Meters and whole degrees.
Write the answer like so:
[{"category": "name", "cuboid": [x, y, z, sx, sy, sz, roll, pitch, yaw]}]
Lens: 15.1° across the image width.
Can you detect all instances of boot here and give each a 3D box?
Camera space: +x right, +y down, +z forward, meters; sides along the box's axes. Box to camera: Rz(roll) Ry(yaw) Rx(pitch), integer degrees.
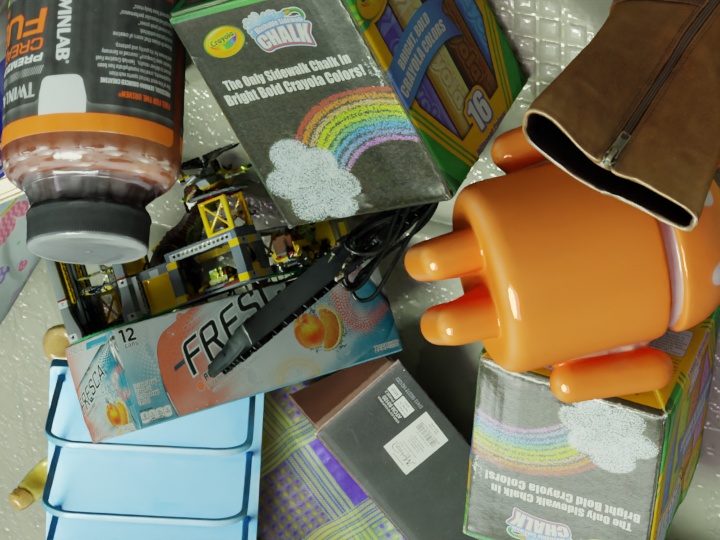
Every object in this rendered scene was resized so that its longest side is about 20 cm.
[{"category": "boot", "cuboid": [0.203, -0.093, 1.432, 0.188, 0.200, 0.069, 31, 135, 1]}]

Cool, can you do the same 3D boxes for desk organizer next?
[{"category": "desk organizer", "cuboid": [0.044, 0.139, 1.781, 0.200, 0.072, 0.077, 51, 177, -24]}]

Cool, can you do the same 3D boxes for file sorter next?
[{"category": "file sorter", "cuboid": [-0.136, 0.175, 1.732, 0.138, 0.123, 0.200, 3, 110, -1]}]

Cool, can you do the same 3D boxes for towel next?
[{"category": "towel", "cuboid": [-0.026, 0.123, 1.814, 0.143, 0.023, 0.200, -32, 115, 2]}]

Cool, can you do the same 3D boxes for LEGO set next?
[{"category": "LEGO set", "cuboid": [-0.110, -0.035, 1.706, 0.200, 0.154, 0.116, -20, 86, 41]}]

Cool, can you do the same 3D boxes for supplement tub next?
[{"category": "supplement tub", "cuboid": [-0.154, -0.108, 1.579, 0.107, 0.200, 0.107, 1, 165, 0]}]

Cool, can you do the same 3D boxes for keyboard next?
[{"category": "keyboard", "cuboid": [0.000, 0.000, 1.610, 0.040, 0.200, 0.104, 47, 155, 4]}]

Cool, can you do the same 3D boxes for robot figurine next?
[{"category": "robot figurine", "cuboid": [0.129, -0.010, 1.574, 0.200, 0.144, 0.117, -14, 142, -10]}]

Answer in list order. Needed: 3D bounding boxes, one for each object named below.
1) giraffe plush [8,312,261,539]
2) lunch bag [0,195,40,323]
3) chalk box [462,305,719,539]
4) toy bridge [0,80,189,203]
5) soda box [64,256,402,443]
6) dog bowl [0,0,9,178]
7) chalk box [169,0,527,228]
[{"category": "giraffe plush", "cuboid": [-0.146, 0.114, 1.862, 0.200, 0.172, 0.162, 43, 136, 42]}, {"category": "lunch bag", "cuboid": [-0.290, 0.005, 1.785, 0.127, 0.170, 0.200, 39, 152, -7]}, {"category": "chalk box", "cuboid": [0.142, 0.104, 1.693, 0.124, 0.124, 0.200, 17, 134, 14]}, {"category": "toy bridge", "cuboid": [-0.195, -0.073, 1.677, 0.027, 0.200, 0.067, 61, 174, -19]}, {"category": "soda box", "cuboid": [-0.076, 0.048, 1.668, 0.068, 0.200, 0.064, -20, 87, 56]}, {"category": "dog bowl", "cuboid": [-0.270, -0.105, 1.683, 0.200, 0.200, 0.079, -14, 121, 37]}, {"category": "chalk box", "cuboid": [-0.015, -0.146, 1.564, 0.125, 0.124, 0.200, -9, 121, 35]}]
